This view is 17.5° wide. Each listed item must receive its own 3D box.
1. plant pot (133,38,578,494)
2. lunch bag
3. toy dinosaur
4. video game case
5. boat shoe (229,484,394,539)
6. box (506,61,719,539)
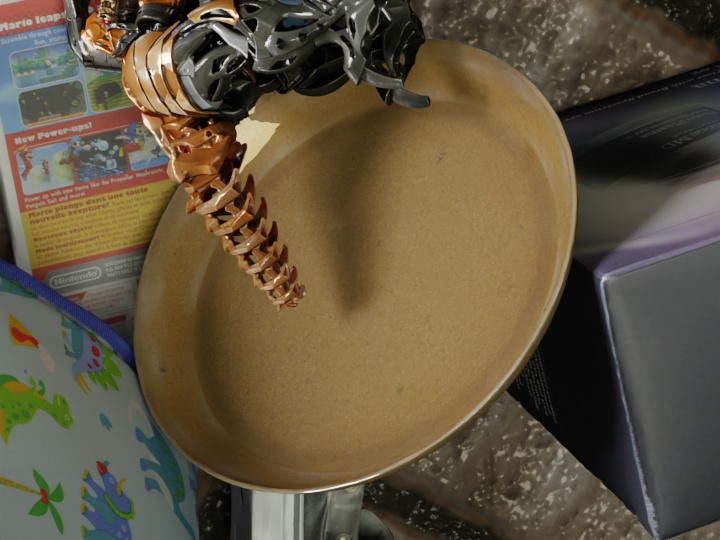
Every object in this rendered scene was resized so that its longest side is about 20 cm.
[{"bbox_3d":[0.000,0.000,0.927,0.200,0.200,0.027,-47,138,1],"label":"plant pot"},{"bbox_3d":[-0.149,0.089,0.892,0.127,0.170,0.200,-20,138,12],"label":"lunch bag"},{"bbox_3d":[-0.048,-0.091,0.928,0.135,0.102,0.200,-15,105,13],"label":"toy dinosaur"},{"bbox_3d":[-0.080,-0.034,0.996,0.143,0.017,0.200,-13,111,-13],"label":"video game case"},{"bbox_3d":[-0.019,0.124,1.029,0.071,0.072,0.200,-5,116,-13],"label":"boat shoe"},{"bbox_3d":[0.164,-0.005,0.984,0.200,0.198,0.123,-19,112,-12],"label":"box"}]
